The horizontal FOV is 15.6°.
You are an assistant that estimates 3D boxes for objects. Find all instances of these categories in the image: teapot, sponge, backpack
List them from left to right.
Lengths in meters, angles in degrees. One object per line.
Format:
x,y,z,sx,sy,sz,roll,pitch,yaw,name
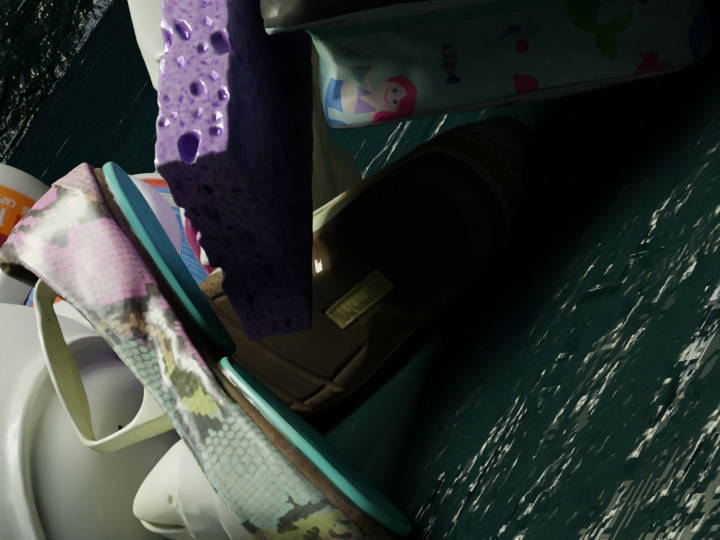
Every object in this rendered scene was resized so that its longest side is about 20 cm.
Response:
-0.114,0.090,0.986,0.146,0.201,0.197,-23,11,32,teapot
-0.045,-0.088,0.983,0.030,0.112,0.201,-11,54,12,sponge
0.043,-0.142,0.952,0.177,0.151,0.200,-10,24,1,backpack

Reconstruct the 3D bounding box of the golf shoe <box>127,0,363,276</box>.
-0.050,-0.058,1.106,0.075,0.201,0.092,-12,29,22,golf shoe

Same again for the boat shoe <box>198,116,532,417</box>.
0.000,0.000,1.048,0.200,0.072,0.076,-29,15,43,boat shoe

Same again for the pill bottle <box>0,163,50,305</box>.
-0.210,0.053,1.280,0.113,0.113,0.201,-36,35,56,pill bottle

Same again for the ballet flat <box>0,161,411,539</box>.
-0.062,0.046,0.911,0.071,0.200,0.069,-42,-29,3,ballet flat

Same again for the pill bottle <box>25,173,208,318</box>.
-0.103,0.045,1.186,0.112,0.112,0.200,-50,13,23,pill bottle

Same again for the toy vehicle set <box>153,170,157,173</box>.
-0.093,-0.069,1.641,0.200,0.026,0.124,-47,15,35,toy vehicle set
